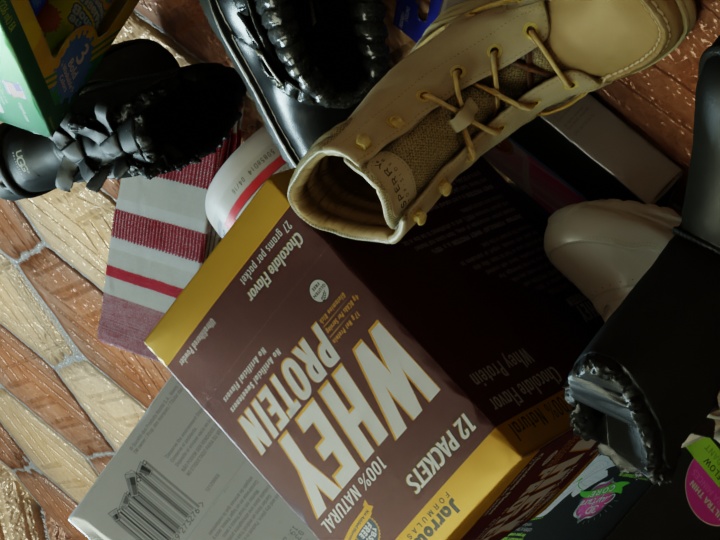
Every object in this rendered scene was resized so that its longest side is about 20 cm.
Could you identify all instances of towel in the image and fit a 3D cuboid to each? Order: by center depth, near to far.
[{"bbox_3d":[-0.137,-0.036,1.805,0.023,0.201,0.144,6,-175,-34],"label":"towel"}]

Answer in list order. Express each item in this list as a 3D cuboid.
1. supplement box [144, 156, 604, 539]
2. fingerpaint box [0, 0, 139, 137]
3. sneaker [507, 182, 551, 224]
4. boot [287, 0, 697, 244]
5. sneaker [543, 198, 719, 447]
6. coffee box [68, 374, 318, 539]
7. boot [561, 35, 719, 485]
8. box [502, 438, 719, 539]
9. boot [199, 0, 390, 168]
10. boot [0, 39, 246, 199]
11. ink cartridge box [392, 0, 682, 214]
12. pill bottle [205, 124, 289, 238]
[{"bbox_3d":[0.031,0.047,1.391,0.200,0.197,0.133,47,121,13],"label":"supplement box"},{"bbox_3d":[-0.198,-0.209,1.525,0.073,0.167,0.200,18,152,22],"label":"fingerpaint box"},{"bbox_3d":[0.135,0.017,1.471,0.199,0.080,0.087,28,146,27],"label":"sneaker"},{"bbox_3d":[0.061,-0.085,1.249,0.200,0.155,0.073,-10,119,53],"label":"boot"},{"bbox_3d":[0.173,0.042,1.352,0.200,0.100,0.078,36,148,-17],"label":"sneaker"},{"bbox_3d":[-0.059,0.162,1.894,0.200,0.200,0.198,40,-167,10],"label":"coffee box"},{"bbox_3d":[0.161,0.001,1.233,0.073,0.163,0.199,30,157,29],"label":"boot"},{"bbox_3d":[0.183,0.183,1.523,0.149,0.200,0.124,49,161,-15],"label":"box"},{"bbox_3d":[-0.010,-0.108,1.470,0.211,0.079,0.158,51,167,-19],"label":"boot"},{"bbox_3d":[-0.141,-0.108,1.666,0.162,0.198,0.074,-11,108,42],"label":"boot"},{"bbox_3d":[0.087,-0.089,1.406,0.200,0.037,0.095,42,162,12],"label":"ink cartridge box"},{"bbox_3d":[0.000,0.000,1.606,0.200,0.112,0.112,50,165,19],"label":"pill bottle"}]
